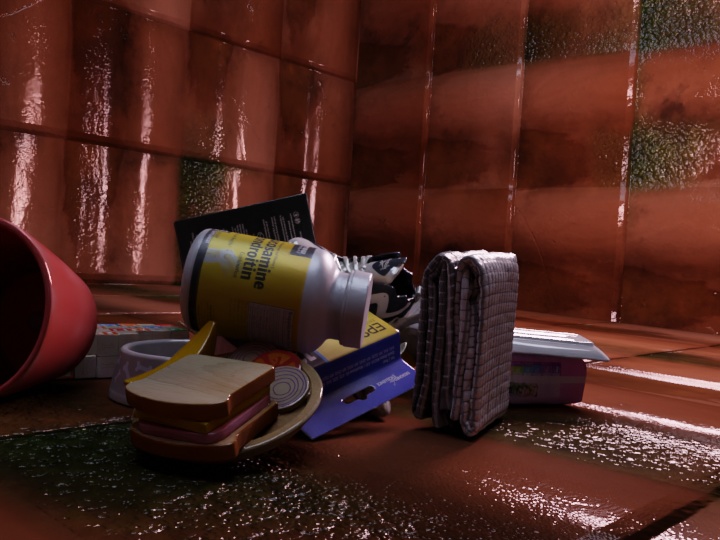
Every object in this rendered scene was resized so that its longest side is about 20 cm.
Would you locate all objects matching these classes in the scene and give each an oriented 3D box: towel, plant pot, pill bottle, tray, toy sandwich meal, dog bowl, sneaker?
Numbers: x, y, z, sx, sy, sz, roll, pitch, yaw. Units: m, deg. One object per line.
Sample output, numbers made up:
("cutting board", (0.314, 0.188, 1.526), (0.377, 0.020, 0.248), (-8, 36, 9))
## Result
("towel", (0.127, 0.079, 0.901), (0.083, 0.207, 0.165), (5, 4, 25))
("plant pot", (-0.410, 0.054, 0.893), (0.194, 0.207, 0.177), (4, -8, 6))
("pill bottle", (-0.088, 0.026, 0.832), (0.194, 0.116, 0.112), (10, 2, 4))
("tray", (0.235, 0.097, 1.055), (0.194, 0.023, 0.107), (6, 6, -2))
("toy sandwich meal", (-0.130, 0.106, 0.714), (0.199, 0.072, 0.206), (-4, 22, 2))
("dog bowl", (-0.210, 0.126, 0.946), (0.194, 0.061, 0.200), (3, 2, 0))
("sneaker", (0.000, 0.000, 1.026), (0.129, 0.198, 0.080), (-39, 16, 39))

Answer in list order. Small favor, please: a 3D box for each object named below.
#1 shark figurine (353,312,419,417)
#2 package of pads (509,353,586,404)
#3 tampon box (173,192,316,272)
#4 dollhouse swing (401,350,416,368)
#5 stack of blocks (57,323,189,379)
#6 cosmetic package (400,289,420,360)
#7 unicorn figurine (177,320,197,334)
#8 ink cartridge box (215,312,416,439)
("shark figurine", (0.030, 0.121, 1.003), (0.125, 0.092, 0.215), (12, 37, 28))
("package of pads", (0.205, 0.143, 1.078), (0.194, 0.078, 0.120), (3, 0, -19))
("tampon box", (-0.164, -0.018, 1.145), (0.194, 0.130, 0.150), (-12, -7, -6))
("dollhouse swing", (-0.039, 0.144, 1.194), (0.196, 0.178, 0.182), (6, 44, 42))
("stack of blocks", (-0.346, 0.111, 1.082), (0.196, 0.060, 0.114), (3, 2, -34))
("cosmetic package", (0.090, 0.088, 1.206), (0.198, 0.074, 0.102), (10, -37, 53))
("unicorn figurine", (-0.163, 0.082, 1.097), (0.194, 0.076, 0.137), (-8, -13, -13))
("ink cartridge box", (-0.050, 0.092, 0.887), (0.198, 0.048, 0.195), (28, 31, 36))
